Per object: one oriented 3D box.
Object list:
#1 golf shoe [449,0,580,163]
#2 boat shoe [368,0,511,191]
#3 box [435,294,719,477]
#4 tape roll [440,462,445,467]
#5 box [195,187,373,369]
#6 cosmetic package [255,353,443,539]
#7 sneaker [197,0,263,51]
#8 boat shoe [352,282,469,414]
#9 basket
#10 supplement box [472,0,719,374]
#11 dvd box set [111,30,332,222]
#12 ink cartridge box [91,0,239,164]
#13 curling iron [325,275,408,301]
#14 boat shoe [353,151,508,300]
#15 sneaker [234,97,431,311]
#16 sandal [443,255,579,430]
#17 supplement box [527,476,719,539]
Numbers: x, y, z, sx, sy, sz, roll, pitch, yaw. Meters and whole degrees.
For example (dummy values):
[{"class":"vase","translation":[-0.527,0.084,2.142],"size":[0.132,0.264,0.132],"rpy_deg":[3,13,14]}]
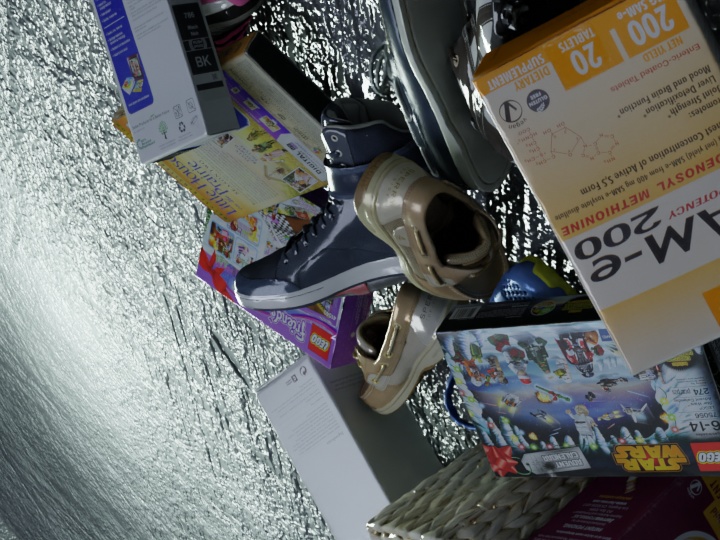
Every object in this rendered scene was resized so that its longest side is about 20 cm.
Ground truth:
[{"class":"golf shoe","translation":[0.089,-0.147,0.921],"size":[0.094,0.078,0.200],"rpy_deg":[31,145,39]},{"class":"boat shoe","translation":[0.046,-0.142,1.006],"size":[0.062,0.075,0.200],"rpy_deg":[7,138,42]},{"class":"box","translation":[0.166,0.083,1.031],"size":[0.200,0.040,0.137],"rpy_deg":[-7,120,35]},{"class":"tape roll","translation":[0.055,0.268,1.496],"size":[0.200,0.066,0.201],"rpy_deg":[39,150,27]},{"class":"box","translation":[-0.068,-0.017,1.322],"size":[0.200,0.039,0.137],"rpy_deg":[32,120,37]},{"class":"cosmetic package","translation":[0.003,0.173,1.354],"size":[0.081,0.113,0.200],"rpy_deg":[-36,74,31]},{"class":"sneaker","translation":[-0.118,-0.193,1.219],"size":[0.088,0.074,0.200],"rpy_deg":[51,154,-11]},{"class":"boat shoe","translation":[0.030,0.062,1.259],"size":[0.069,0.074,0.200],"rpy_deg":[26,147,-5]},{"class":"basket","translation":[0.122,0.214,1.172],"size":[0.135,0.200,0.124],"rpy_deg":[-6,113,61]},{"class":"supplement box","translation":[0.167,-0.059,0.830],"size":[0.126,0.074,0.200],"rpy_deg":[-27,103,19]},{"class":"dvd box set","translation":[-0.100,-0.115,1.220],"size":[0.146,0.029,0.200],"rpy_deg":[42,145,-25]},{"class":"ink cartridge box","translation":[-0.165,-0.192,1.152],"size":[0.099,0.039,0.201],"rpy_deg":[-15,94,48]},{"class":"curling iron","translation":[0.000,0.000,1.215],"size":[0.200,0.026,0.050],"rpy_deg":[-8,103,34]},{"class":"boat shoe","translation":[0.066,-0.018,1.051],"size":[0.064,0.071,0.200],"rpy_deg":[25,175,34]},{"class":"sneaker","translation":[-0.028,-0.055,1.145],"size":[0.202,0.077,0.146],"rpy_deg":[-18,115,16]},{"class":"sandal","translation":[0.116,0.066,1.125],"size":[0.079,0.087,0.200],"rpy_deg":[44,151,23]},{"class":"supplement box","translation":[0.195,0.241,1.075],"size":[0.131,0.200,0.103],"rpy_deg":[58,154,-11]}]
